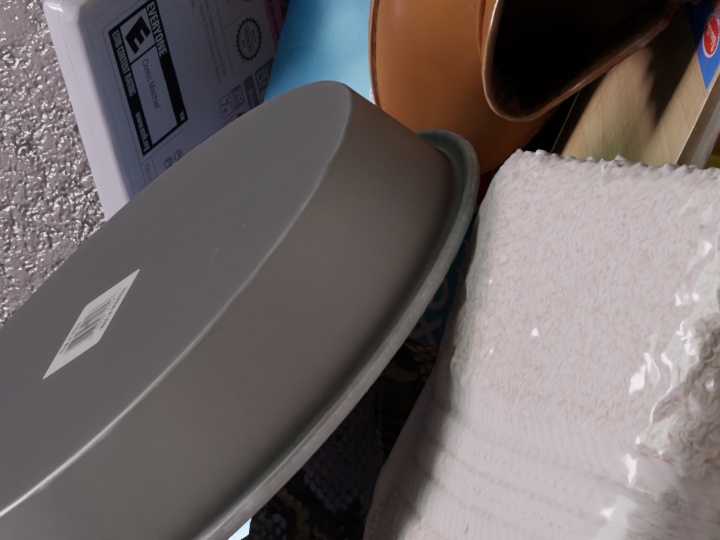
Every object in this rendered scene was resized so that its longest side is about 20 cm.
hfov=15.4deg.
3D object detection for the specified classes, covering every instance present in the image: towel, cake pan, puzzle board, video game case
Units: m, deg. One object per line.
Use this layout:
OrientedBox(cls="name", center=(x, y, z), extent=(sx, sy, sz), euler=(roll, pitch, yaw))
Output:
OrientedBox(cls="towel", center=(0.039, 0.039, 0.564), extent=(0.200, 0.034, 0.133), euler=(-168, 97, -80))
OrientedBox(cls="cake pan", center=(-0.055, 0.024, 0.691), extent=(0.200, 0.037, 0.200), euler=(-40, 17, 14))
OrientedBox(cls="puzzle board", center=(0.081, -0.047, 0.707), extent=(0.200, 0.017, 0.151), euler=(-82, 15, -70))
OrientedBox(cls="video game case", center=(-0.023, -0.061, 0.955), extent=(0.182, 0.022, 0.200), euler=(-42, -43, -31))

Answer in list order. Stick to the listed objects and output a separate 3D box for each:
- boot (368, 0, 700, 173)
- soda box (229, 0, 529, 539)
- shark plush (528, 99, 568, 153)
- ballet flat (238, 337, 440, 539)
OrientedBox(cls="boot", center=(0.046, -0.076, 0.715), extent=(0.155, 0.074, 0.200), euler=(-82, 12, -56))
OrientedBox(cls="soda box", center=(0.000, 0.000, 0.854), extent=(0.068, 0.064, 0.200), euler=(-2, 68, 45))
OrientedBox(cls="shark plush", center=(0.055, -0.037, 0.921), extent=(0.200, 0.091, 0.083), euler=(-48, 25, 1))
OrientedBox(cls="ballet flat", center=(-0.036, 0.093, 0.750), extent=(0.072, 0.072, 0.201), euler=(-76, 8, -61))
